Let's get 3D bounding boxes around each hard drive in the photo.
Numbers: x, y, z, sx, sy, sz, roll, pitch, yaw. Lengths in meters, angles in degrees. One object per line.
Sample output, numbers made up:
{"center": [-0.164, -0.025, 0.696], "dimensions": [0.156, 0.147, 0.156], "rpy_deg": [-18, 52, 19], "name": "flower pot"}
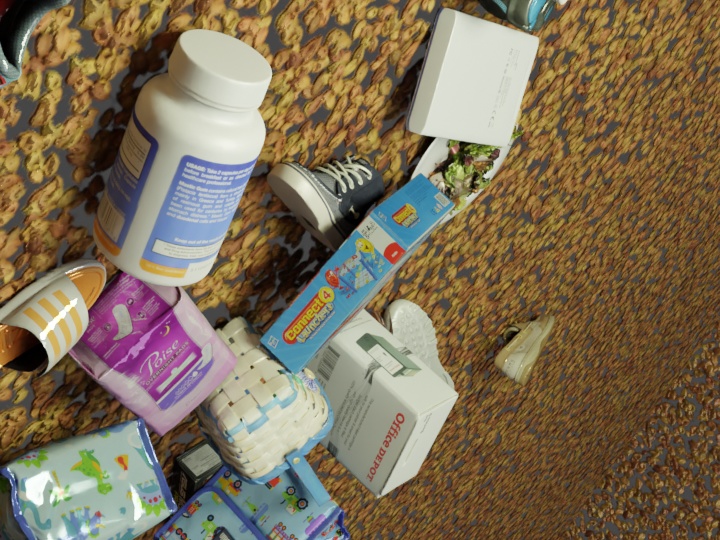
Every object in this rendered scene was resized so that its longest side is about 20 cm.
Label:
{"center": [0.127, -0.208, 1.467], "dimensions": [0.199, 0.025, 0.133], "rpy_deg": [-1, 110, -57], "name": "hard drive"}

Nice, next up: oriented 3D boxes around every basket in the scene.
{"center": [-0.105, 0.162, 1.483], "dimensions": [0.139, 0.176, 0.201], "rpy_deg": [-34, 144, -11], "name": "basket"}

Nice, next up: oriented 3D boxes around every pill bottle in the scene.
{"center": [-0.146, -0.096, 1.123], "dimensions": [0.112, 0.112, 0.201], "rpy_deg": [-15, 139, -50], "name": "pill bottle"}

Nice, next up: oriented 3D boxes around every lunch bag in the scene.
{"center": [-0.309, 0.244, 1.324], "dimensions": [0.169, 0.128, 0.200], "rpy_deg": [-15, 171, -44], "name": "lunch bag"}
{"center": [-0.137, 0.316, 1.573], "dimensions": [0.200, 0.150, 0.094], "rpy_deg": [-41, 153, -18], "name": "lunch bag"}

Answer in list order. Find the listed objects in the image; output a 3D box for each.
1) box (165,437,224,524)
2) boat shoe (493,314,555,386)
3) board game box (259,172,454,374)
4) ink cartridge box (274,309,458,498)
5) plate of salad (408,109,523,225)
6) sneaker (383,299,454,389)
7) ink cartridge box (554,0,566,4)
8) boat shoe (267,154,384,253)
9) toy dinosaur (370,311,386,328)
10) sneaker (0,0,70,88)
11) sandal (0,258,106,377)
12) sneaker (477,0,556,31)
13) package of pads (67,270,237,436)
{"center": [-0.152, 0.252, 1.688], "dimensions": [0.199, 0.044, 0.161], "rpy_deg": [-29, 148, -36], "name": "box"}
{"center": [0.263, 0.114, 2.142], "dimensions": [0.200, 0.069, 0.074], "rpy_deg": [-47, 159, -63], "name": "boat shoe"}
{"center": [0.000, 0.000, 1.454], "dimensions": [0.196, 0.056, 0.200], "rpy_deg": [-48, 177, 23], "name": "board game box"}
{"center": [0.002, 0.151, 1.609], "dimensions": [0.084, 0.200, 0.147], "rpy_deg": [-21, 144, -47], "name": "ink cartridge box"}
{"center": [0.130, -0.125, 1.609], "dimensions": [0.200, 0.048, 0.201], "rpy_deg": [-38, 154, -23], "name": "plate of salad"}
{"center": [0.061, 0.112, 1.813], "dimensions": [0.076, 0.080, 0.201], "rpy_deg": [-36, 132, -19], "name": "sneaker"}
{"center": [0.171, -0.357, 1.247], "dimensions": [0.125, 0.128, 0.200], "rpy_deg": [-48, 155, 0], "name": "ink cartridge box"}
{"center": [-0.031, -0.091, 1.377], "dimensions": [0.093, 0.075, 0.200], "rpy_deg": [-50, 164, -6], "name": "boat shoe"}
{"center": [0.024, 0.161, 1.807], "dimensions": [0.201, 0.104, 0.181], "rpy_deg": [-64, 174, 3], "name": "toy dinosaur"}
{"center": [-0.269, -0.148, 0.867], "dimensions": [0.200, 0.095, 0.079], "rpy_deg": [-49, 155, 0], "name": "sneaker"}
{"center": [-0.299, 0.070, 1.171], "dimensions": [0.206, 0.059, 0.079], "rpy_deg": [-36, 153, -26], "name": "sandal"}
{"center": [0.167, -0.300, 1.400], "dimensions": [0.074, 0.082, 0.200], "rpy_deg": [-64, 171, 15], "name": "sneaker"}
{"center": [-0.205, 0.080, 1.322], "dimensions": [0.121, 0.076, 0.200], "rpy_deg": [-47, 155, -10], "name": "package of pads"}
